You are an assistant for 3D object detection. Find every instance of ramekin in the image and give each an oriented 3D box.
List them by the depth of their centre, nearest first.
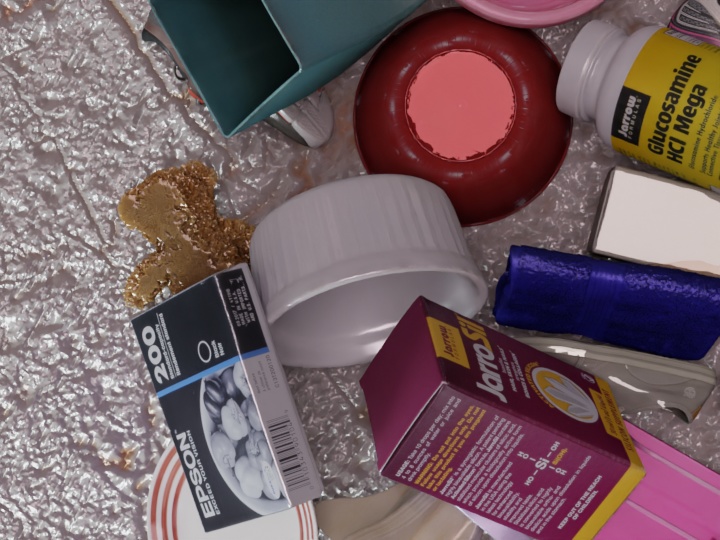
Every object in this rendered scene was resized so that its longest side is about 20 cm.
[{"bbox_3d":[0.000,0.000,1.327,0.200,0.201,0.098,-17,67,5],"label":"ramekin"}]

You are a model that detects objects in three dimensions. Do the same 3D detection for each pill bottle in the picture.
[{"bbox_3d":[0.271,-0.137,1.311,0.199,0.112,0.113,25,92,24],"label":"pill bottle"}]

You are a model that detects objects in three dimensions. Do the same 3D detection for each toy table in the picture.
[{"bbox_3d":[0.054,0.227,1.340,0.117,0.184,0.200,-50,46,-3],"label":"toy table"}]

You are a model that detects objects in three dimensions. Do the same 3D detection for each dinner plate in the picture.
[{"bbox_3d":[-0.112,0.230,1.389,0.199,0.024,0.201,0,90,35],"label":"dinner plate"}]

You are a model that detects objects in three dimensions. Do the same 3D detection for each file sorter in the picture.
[{"bbox_3d":[0.235,0.251,1.340,0.139,0.125,0.201,30,93,0],"label":"file sorter"}]

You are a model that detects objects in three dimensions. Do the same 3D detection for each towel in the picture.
[{"bbox_3d":[0.214,0.031,1.334,0.199,0.148,0.050,9,75,3],"label":"towel"}]

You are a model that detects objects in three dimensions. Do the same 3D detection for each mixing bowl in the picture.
[{"bbox_3d":[0.087,-0.139,1.364,0.199,0.108,0.201,0,90,5],"label":"mixing bowl"}]

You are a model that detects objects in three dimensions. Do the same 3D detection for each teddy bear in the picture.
[{"bbox_3d":[-0.139,0.001,1.412,0.200,0.067,0.145,45,103,-3],"label":"teddy bear"}]

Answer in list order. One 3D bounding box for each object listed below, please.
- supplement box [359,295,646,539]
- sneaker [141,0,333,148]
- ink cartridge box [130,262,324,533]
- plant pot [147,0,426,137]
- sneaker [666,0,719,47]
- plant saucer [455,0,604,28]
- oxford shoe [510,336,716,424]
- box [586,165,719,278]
[{"bbox_3d":[0.113,0.126,1.275,0.199,0.131,0.103,24,116,-21],"label":"supplement box"},{"bbox_3d":[-0.112,-0.176,1.409,0.200,0.077,0.082,42,130,-6],"label":"sneaker"},{"bbox_3d":[-0.127,0.116,1.314,0.043,0.200,0.199,-15,83,-37],"label":"ink cartridge box"},{"bbox_3d":[-0.044,-0.232,1.327,0.200,0.141,0.142,-28,87,-36],"label":"plant pot"},{"bbox_3d":[0.352,-0.163,1.362,0.075,0.081,0.200,-45,79,18],"label":"sneaker"},{"bbox_3d":[0.143,-0.305,1.369,0.200,0.051,0.202,1,80,-5],"label":"plant saucer"},{"bbox_3d":[0.212,0.095,1.372,0.199,0.075,0.058,12,87,0],"label":"oxford shoe"},{"bbox_3d":[0.303,-0.028,1.354,0.199,0.095,0.078,15,92,6],"label":"box"}]
